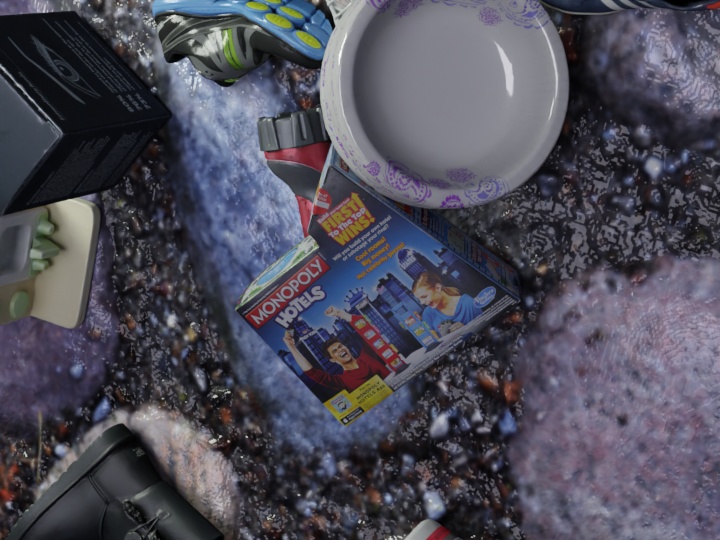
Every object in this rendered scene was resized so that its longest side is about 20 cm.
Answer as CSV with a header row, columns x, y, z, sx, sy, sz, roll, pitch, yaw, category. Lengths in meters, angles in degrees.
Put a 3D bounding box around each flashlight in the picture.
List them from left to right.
x,y,z,sx,sy,sz,roll,pitch,yaw,category
-0.046,-0.043,1.559,0.067,0.068,0.202,-2,99,41,flashlight

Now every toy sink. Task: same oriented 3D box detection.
x,y,z,sx,sy,sz,roll,pitch,yaw,category
-0.372,-0.021,1.685,0.199,0.112,0.131,18,107,20,toy sink

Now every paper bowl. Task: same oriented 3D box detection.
x,y,z,sx,sy,sz,roll,pitch,yaw,category
0.065,-0.151,1.439,0.199,0.104,0.202,0,90,-15,paper bowl

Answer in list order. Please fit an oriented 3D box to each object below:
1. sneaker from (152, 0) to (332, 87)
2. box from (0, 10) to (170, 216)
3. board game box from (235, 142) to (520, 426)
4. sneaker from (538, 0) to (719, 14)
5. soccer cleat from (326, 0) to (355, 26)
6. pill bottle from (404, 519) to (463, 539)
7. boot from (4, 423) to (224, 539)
x,y,z,sx,sy,sz,roll,pitch,yaw,category
-0.102,-0.205,1.554,0.199,0.071,0.083,13,115,34,sneaker
-0.293,-0.147,1.577,0.148,0.200,0.104,47,114,10,box
0.000,0.000,1.494,0.199,0.062,0.200,-36,108,17,board game box
0.222,-0.243,1.391,0.199,0.084,0.076,0,99,25,sneaker
-0.008,-0.242,1.495,0.068,0.085,0.202,-15,93,25,soccer cleat
0.109,0.318,1.527,0.199,0.111,0.111,33,111,15,pill bottle
-0.242,0.273,1.697,0.200,0.076,0.168,-46,76,18,boot
